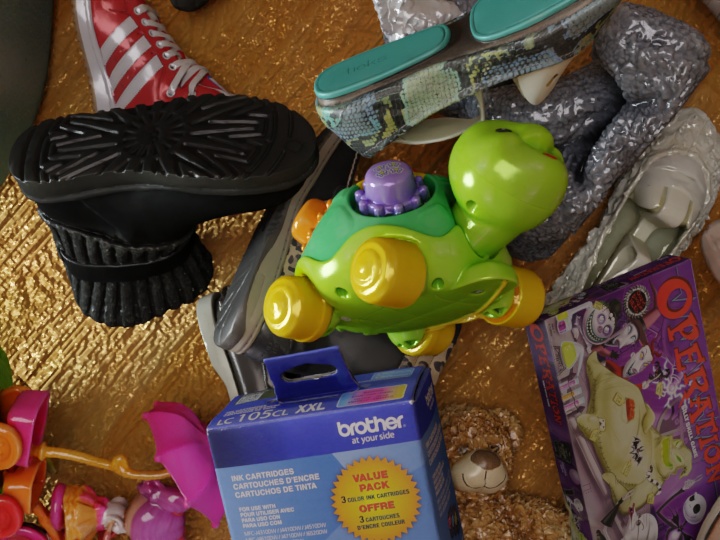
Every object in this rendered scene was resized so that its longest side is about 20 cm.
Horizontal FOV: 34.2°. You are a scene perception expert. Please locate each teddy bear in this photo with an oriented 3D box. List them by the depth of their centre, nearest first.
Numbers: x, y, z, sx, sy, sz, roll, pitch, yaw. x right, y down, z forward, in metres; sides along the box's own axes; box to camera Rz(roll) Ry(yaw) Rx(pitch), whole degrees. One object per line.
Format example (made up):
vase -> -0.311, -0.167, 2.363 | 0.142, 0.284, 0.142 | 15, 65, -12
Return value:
teddy bear -> 0.077, 0.195, 0.803 | 0.144, 0.067, 0.202 | 16, 90, 5

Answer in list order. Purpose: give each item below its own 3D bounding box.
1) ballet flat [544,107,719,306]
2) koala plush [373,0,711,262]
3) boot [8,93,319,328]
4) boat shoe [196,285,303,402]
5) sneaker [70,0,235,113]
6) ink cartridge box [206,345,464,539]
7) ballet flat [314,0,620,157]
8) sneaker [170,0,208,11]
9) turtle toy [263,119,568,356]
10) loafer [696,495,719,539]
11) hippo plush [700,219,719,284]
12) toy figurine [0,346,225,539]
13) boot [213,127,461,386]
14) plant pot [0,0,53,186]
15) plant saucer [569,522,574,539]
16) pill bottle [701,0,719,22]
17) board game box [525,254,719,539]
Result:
ballet flat -> 0.194, -0.019, 0.797 | 0.071, 0.072, 0.201 | 32, 92, 7
koala plush -> 0.094, -0.128, 0.766 | 0.200, 0.177, 0.184 | 39, 103, 3
boot -> -0.117, -0.035, 0.789 | 0.209, 0.158, 0.080 | 0, 49, 14
boat shoe -> -0.053, 0.101, 0.821 | 0.060, 0.072, 0.203 | -23, 83, 10
sneaker -> -0.139, -0.150, 0.842 | 0.111, 0.071, 0.202 | -9, 94, 11
ink cartridge box -> -0.012, 0.143, 0.736 | 0.135, 0.076, 0.202 | -10, 98, 12
ballet flat -> 0.070, -0.118, 0.667 | 0.199, 0.074, 0.075 | -18, 85, 24
sneaker -> -0.058, -0.257, 0.838 | 0.090, 0.066, 0.200 | 39, 91, 9
turtle toy -> 0.040, -0.018, 0.691 | 0.199, 0.145, 0.102 | -23, 66, 42
loafer -> 0.243, 0.208, 0.755 | 0.063, 0.072, 0.201 | 37, 99, 48
hippo plush -> 0.323, -0.030, 0.708 | 0.199, 0.160, 0.162 | 22, 133, 10
toy figurine -> -0.181, 0.159, 0.819 | 0.182, 0.150, 0.202 | 7, 110, -2
boot -> 0.000, 0.000, 0.813 | 0.150, 0.073, 0.201 | 31, 57, -13
plant pot -> -0.332, -0.150, 0.813 | 0.194, 0.196, 0.202 | 0, 96, 7
plant saucer -> 0.175, 0.170, 0.799 | 0.069, 0.019, 0.202 | -3, 86, -29
pill bottle -> 0.276, -0.208, 0.771 | 0.112, 0.112, 0.200 | -40, 84, 4
board game box -> 0.180, 0.104, 0.760 | 0.119, 0.032, 0.202 | -22, 105, -26
